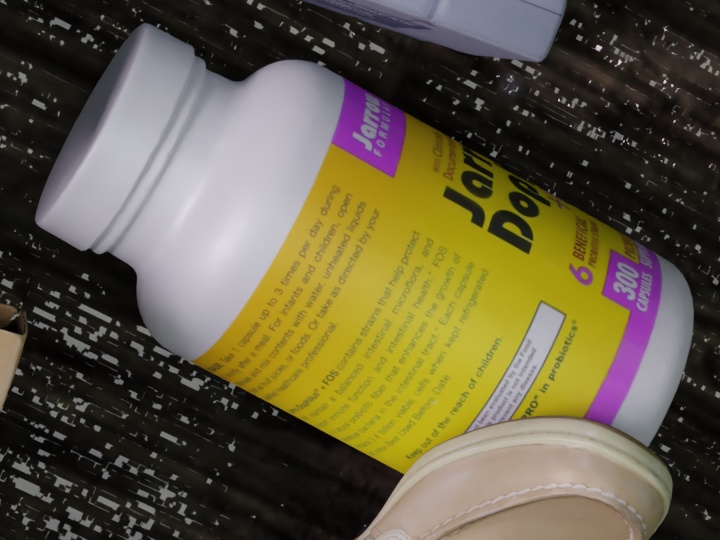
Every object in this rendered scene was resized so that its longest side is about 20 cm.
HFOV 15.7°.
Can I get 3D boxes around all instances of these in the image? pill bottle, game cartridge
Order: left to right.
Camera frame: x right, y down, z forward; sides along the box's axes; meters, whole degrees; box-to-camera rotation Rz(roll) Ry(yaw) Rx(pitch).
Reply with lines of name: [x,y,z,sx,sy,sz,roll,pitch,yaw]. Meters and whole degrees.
game cartridge: [-0.040,-0.111,0.802,0.200,0.133,0.041,18,96,-13]
pill bottle: [0.000,0.000,0.840,0.200,0.104,0.104,28,93,-13]

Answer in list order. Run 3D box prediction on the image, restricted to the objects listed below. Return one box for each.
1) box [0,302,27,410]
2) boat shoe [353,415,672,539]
box: [-0.202,0.080,0.745,0.163,0.021,0.200,16,111,-20]
boat shoe: [0.020,0.111,0.825,0.072,0.065,0.200,37,133,-22]
